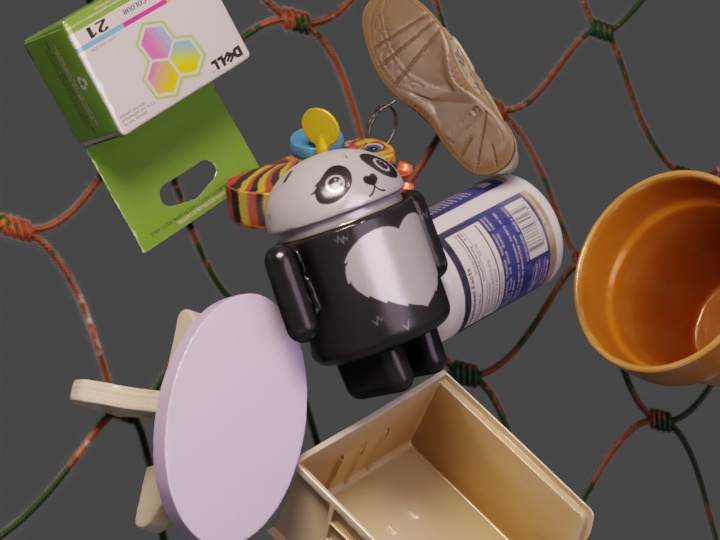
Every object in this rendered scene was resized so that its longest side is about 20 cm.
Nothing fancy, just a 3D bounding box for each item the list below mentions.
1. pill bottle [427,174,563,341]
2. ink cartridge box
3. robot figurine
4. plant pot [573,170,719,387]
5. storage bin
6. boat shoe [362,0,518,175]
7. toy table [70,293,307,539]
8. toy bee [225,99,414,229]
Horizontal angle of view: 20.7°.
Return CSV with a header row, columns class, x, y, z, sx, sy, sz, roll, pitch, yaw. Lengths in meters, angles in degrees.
class,x,y,z,sx,sy,sz,roll,pitch,yaw
pill bottle,0.076,-0.002,1.752,0.200,0.111,0.111,-27,100,-34
ink cartridge box,-0.159,-0.139,1.620,0.148,0.076,0.200,-37,104,-33
robot figurine,0.000,0.000,1.595,0.124,0.150,0.201,-19,95,9
plant pot,0.337,0.029,1.899,0.183,0.200,0.201,29,68,-46
storage bin,0.062,0.214,1.652,0.198,0.094,0.200,42,42,20
boat shoe,0.071,-0.166,1.780,0.200,0.073,0.063,57,12,11
toy table,-0.130,0.121,1.586,0.184,0.117,0.201,33,66,-28
toy bee,-0.013,-0.089,1.688,0.200,0.109,0.131,-47,134,-20
